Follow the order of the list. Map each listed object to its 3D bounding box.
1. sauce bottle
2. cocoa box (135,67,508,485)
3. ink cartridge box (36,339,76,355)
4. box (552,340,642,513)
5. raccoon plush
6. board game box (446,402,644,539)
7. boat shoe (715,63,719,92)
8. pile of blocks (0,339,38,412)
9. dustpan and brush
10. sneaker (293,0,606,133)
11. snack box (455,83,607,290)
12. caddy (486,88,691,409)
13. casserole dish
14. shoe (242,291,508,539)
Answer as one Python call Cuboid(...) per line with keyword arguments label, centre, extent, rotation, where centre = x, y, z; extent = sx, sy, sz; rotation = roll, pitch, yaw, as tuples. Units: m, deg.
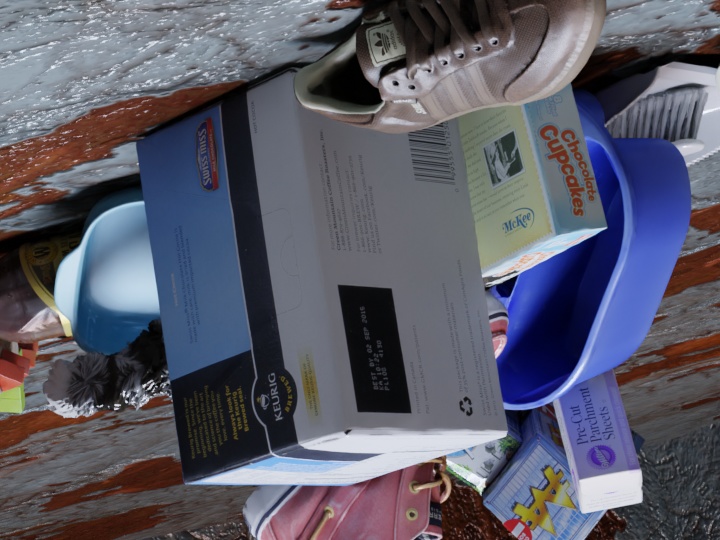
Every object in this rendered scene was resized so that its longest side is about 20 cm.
Cuboid(label="sauce bottle", centre=(-0.183, 0.010, 1.779), extent=(0.200, 0.066, 0.066), rotation=(-15, 171, -4))
Cuboid(label="cocoa box", centre=(-0.023, 0.009, 1.564), extent=(0.133, 0.200, 0.131), rotation=(5, 161, -45))
Cuboid(label="ink cartridge box", centre=(-0.145, 0.052, 2.077), extent=(0.200, 0.057, 0.163), rotation=(-22, 179, 15))
Cuboid(label="box", centre=(0.134, 0.057, 1.786), extent=(0.041, 0.200, 0.039), rotation=(-10, 142, -1))
Cuboid(label="raccoon plush", centre=(-0.072, 0.058, 1.727), extent=(0.200, 0.097, 0.134), rotation=(-7, 152, 29))
Cuboid(label="board game box", centre=(0.096, 0.107, 1.844), extent=(0.062, 0.200, 0.200), rotation=(-53, -170, 12))
Cuboid(label="boat shoe", centre=(0.278, -0.117, 1.761), extent=(0.073, 0.062, 0.200), rotation=(15, 175, 35))
Cuboid(label="pile of blocks", centre=(-0.243, 0.074, 1.866), extent=(0.062, 0.082, 0.200), rotation=(3, -173, 5))
Cuboid(label="dustpan and brush", centre=(0.155, -0.069, 1.808), extent=(0.200, 0.057, 0.139), rotation=(-19, 165, 38))
Cuboid(label="sneaker", centre=(0.041, -0.107, 1.402), extent=(0.075, 0.071, 0.200), rotation=(-7, 168, -32))
Cuboid(label="snack box", centre=(0.061, -0.050, 1.627), extent=(0.037, 0.116, 0.200), rotation=(-9, 170, -29))
Cuboid(label="caddy", centre=(0.105, -0.015, 1.700), extent=(0.105, 0.141, 0.200), rotation=(-14, 130, -48))
Cuboid(label="casserole dish", centre=(-0.087, -0.002, 1.729), extent=(0.200, 0.039, 0.121), rotation=(-1, 125, -16))
Cuboid(label="shoe", centre=(0.030, 0.109, 1.653), extent=(0.200, 0.091, 0.071), rotation=(-44, 157, 7))
